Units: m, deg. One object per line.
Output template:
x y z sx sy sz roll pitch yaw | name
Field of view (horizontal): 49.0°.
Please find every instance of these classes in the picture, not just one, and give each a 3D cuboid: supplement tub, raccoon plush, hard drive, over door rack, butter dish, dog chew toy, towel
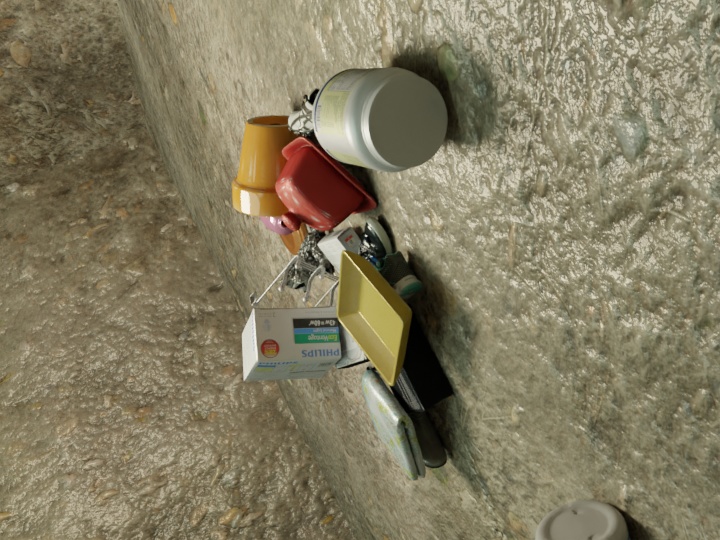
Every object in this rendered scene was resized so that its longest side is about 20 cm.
0.026 -0.220 1.145 0.200 0.144 0.146 28 140 63 | supplement tub
-0.140 -0.050 1.871 0.097 0.132 0.203 18 -120 -80 | raccoon plush
-0.018 0.140 1.756 0.200 0.037 0.142 149 116 -67 | hard drive
-0.142 0.059 1.822 0.200 0.147 0.067 -39 39 36 | over door rack
-0.097 -0.142 1.544 0.200 0.148 0.199 42 167 -13 | butter dish
0.337 0.448 1.129 0.132 0.131 0.202 18 131 67 | supplement tub
-0.188 -0.145 1.881 0.200 0.123 0.126 -114 7 -64 | dog chew toy
0.072 0.327 1.666 0.171 0.048 0.202 44 157 51 | towel

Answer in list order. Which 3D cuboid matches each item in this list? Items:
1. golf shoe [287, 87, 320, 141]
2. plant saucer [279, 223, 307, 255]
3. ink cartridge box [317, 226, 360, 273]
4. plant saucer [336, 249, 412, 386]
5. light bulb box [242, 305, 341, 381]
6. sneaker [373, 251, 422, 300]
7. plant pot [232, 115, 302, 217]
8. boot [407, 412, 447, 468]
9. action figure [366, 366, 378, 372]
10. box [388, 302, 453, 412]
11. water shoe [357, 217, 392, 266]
-0.082 -0.302 1.504 0.199 0.077 0.096 26 127 55 | golf shoe
-0.193 -0.123 2.120 0.201 0.037 0.201 55 160 31 | plant saucer
0.000 0.000 1.726 0.200 0.050 0.162 50 165 -10 | ink cartridge box
0.031 0.083 1.469 0.200 0.048 0.201 50 150 32 | plant saucer
-0.163 0.171 1.812 0.200 0.196 0.126 128 138 -64 | light bulb box
0.055 0.021 1.519 0.092 0.077 0.200 66 154 9 | sneaker
-0.183 -0.234 1.713 0.200 0.198 0.186 -143 48 -57 | plant pot
0.125 0.322 1.706 0.201 0.067 0.131 59 162 27 | boot
0.023 0.178 1.823 0.200 0.069 0.131 40 145 49 | action figure
0.092 0.180 1.597 0.202 0.078 0.141 64 159 4 | box
0.016 -0.015 1.559 0.072 0.078 0.201 51 158 38 | water shoe
